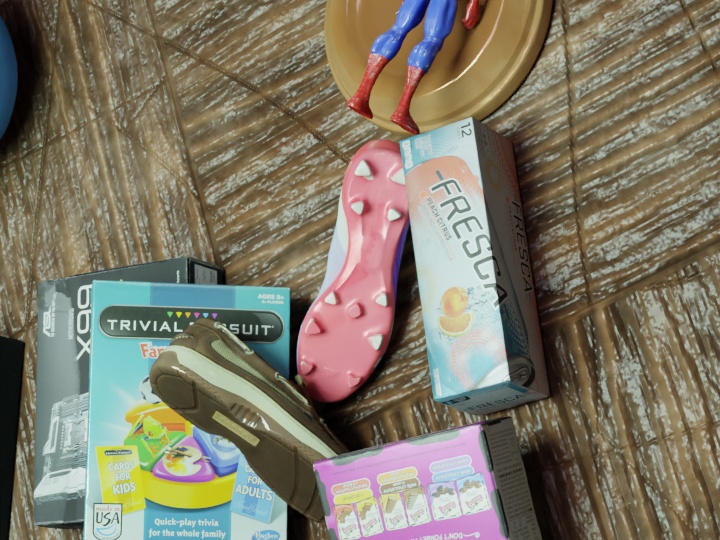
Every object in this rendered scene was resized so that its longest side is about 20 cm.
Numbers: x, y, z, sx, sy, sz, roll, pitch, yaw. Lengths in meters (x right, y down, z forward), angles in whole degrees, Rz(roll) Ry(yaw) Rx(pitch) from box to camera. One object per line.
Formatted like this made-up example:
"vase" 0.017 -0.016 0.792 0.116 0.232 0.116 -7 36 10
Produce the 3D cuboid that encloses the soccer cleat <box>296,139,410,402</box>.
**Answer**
"soccer cleat" 0.000 0.000 1.668 0.066 0.076 0.201 13 103 2

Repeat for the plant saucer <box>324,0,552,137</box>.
"plant saucer" 0.051 -0.201 1.686 0.199 0.037 0.201 -9 74 33

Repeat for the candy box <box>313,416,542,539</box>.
"candy box" 0.059 0.212 1.539 0.136 0.061 0.201 -15 86 27

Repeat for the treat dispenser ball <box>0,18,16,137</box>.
"treat dispenser ball" -0.387 -0.163 1.868 0.200 0.201 0.202 -8 75 33

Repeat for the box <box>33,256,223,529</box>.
"box" -0.184 0.099 1.770 0.157 0.050 0.201 -8 76 33

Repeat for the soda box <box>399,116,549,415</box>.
"soda box" 0.081 -0.003 1.598 0.063 0.068 0.201 -17 69 27

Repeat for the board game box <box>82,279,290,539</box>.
"board game box" -0.130 0.112 1.679 0.150 0.047 0.201 2 78 -9

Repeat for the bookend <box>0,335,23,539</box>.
"bookend" -0.374 0.140 1.801 0.092 0.198 0.201 -4 78 32

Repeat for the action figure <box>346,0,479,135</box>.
"action figure" 0.054 -0.200 1.632 0.065 0.052 0.201 20 87 30

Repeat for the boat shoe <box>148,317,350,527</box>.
"boat shoe" -0.054 0.107 1.634 0.075 0.202 0.075 -41 11 51
